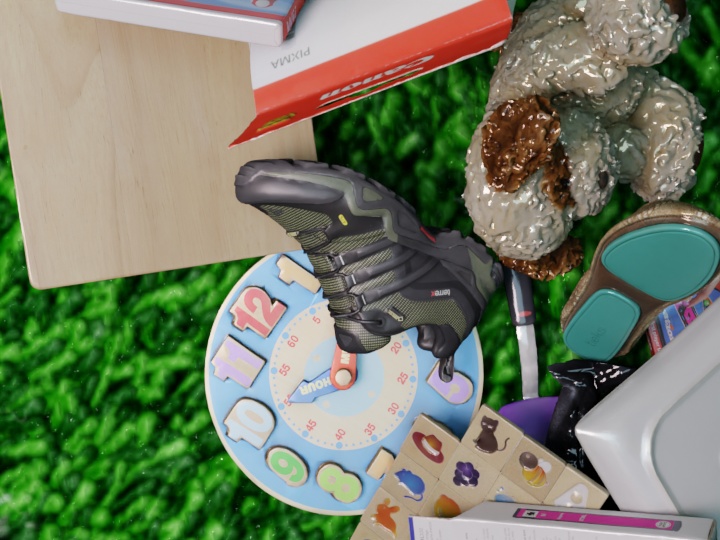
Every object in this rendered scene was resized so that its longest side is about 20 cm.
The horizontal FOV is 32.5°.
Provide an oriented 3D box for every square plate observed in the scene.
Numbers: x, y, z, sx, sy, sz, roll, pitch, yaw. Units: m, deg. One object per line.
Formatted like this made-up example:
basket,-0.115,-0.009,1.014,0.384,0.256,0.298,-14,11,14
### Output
square plate,0.261,0.125,0.818,0.199,0.028,0.200,-36,100,-20

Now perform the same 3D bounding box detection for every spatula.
spatula,0.117,0.053,0.870,0.056,0.021,0.203,-8,93,-4

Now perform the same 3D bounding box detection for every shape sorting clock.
shape sorting clock,-0.011,0.073,0.867,0.197,0.039,0.203,0,94,2

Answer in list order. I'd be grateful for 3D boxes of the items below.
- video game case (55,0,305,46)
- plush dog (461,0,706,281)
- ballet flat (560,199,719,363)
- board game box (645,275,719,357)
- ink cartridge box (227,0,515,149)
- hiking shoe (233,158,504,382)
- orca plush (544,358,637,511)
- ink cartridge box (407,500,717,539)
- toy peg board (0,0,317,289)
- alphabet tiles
video game case,-0.087,-0.212,0.779,0.141,0.201,0.018,11,135,10
plush dog,0.121,-0.089,0.789,0.159,0.201,0.173,17,64,29
ballet flat,0.181,-0.007,0.788,0.070,0.200,0.066,32,63,0
board game box,0.261,0.070,0.868,0.101,0.019,0.203,-16,93,2
ink cartridge box,0.007,-0.142,0.702,0.160,0.200,0.051,-18,107,16
hiking shoe,0.000,0.000,0.796,0.198,0.076,0.102,26,81,-21
orca plush,0.167,0.165,0.836,0.104,0.071,0.203,7,98,-22
ink cartridge box,0.130,0.202,0.794,0.197,0.037,0.096,-1,105,24
toy peg board,-0.139,-0.104,0.845,0.196,0.098,0.203,-9,94,-13
alphabet tiles,0.079,0.196,0.841,0.165,0.006,0.202,34,117,14
